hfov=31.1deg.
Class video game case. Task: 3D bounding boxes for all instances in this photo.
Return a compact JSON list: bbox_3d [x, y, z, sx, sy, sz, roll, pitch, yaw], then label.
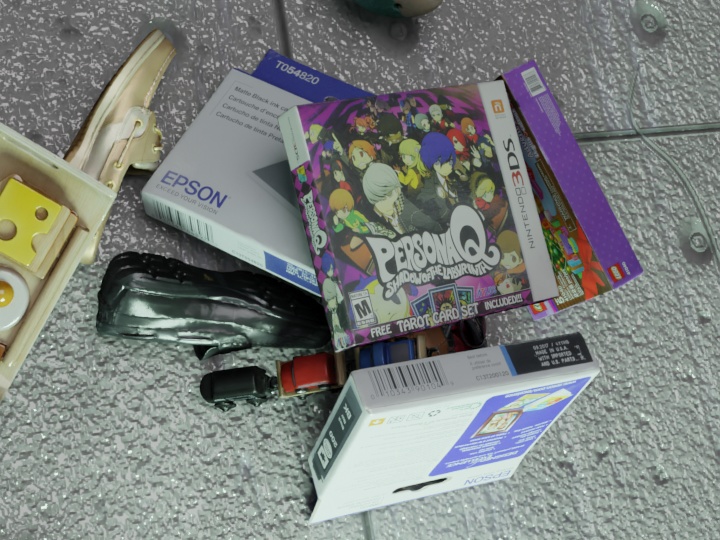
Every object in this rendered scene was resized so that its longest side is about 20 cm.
[{"bbox_3d":[0.048,-0.047,0.991,0.198,0.036,0.183,-11,84,-31],"label":"video game case"}]

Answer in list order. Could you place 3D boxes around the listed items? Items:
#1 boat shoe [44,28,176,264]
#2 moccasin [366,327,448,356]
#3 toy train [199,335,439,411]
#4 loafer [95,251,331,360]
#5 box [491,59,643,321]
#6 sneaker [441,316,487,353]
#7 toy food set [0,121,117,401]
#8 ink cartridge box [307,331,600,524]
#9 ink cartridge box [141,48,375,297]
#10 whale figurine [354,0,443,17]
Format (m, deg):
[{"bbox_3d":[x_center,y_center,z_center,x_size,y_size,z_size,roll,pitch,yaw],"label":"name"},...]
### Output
[{"bbox_3d":[-0.194,-0.096,1.036,0.069,0.074,0.201,31,78,-14],"label":"boat shoe"},{"bbox_3d":[-0.001,0.001,1.066,0.077,0.074,0.203,-7,69,-37],"label":"moccasin"},{"bbox_3d":[-0.035,0.079,1.006,0.198,0.046,0.034,-11,71,18],"label":"toy train"},{"bbox_3d":[-0.116,0.038,1.040,0.199,0.068,0.071,12,112,-27],"label":"loafer"},{"bbox_3d":[0.150,-0.064,1.118,0.039,0.137,0.201,-26,87,-24],"label":"box"},{"bbox_3d":[0.071,0.022,1.102,0.080,0.075,0.202,-14,82,-23],"label":"sneaker"},{"bbox_3d":[-0.288,-0.009,0.951,0.143,0.060,0.201,30,95,-11],"label":"toy food set"},{"bbox_3d":[0.062,0.126,1.021,0.196,0.201,0.044,-8,59,-23],"label":"ink cartridge box"},{"bbox_3d":[-0.043,-0.089,1.051,0.198,0.041,0.201,24,61,15],"label":"ink cartridge box"},{"bbox_3d":[0.027,-0.322,1.143,0.103,0.159,0.202,-1,74,18],"label":"whale figurine"}]
